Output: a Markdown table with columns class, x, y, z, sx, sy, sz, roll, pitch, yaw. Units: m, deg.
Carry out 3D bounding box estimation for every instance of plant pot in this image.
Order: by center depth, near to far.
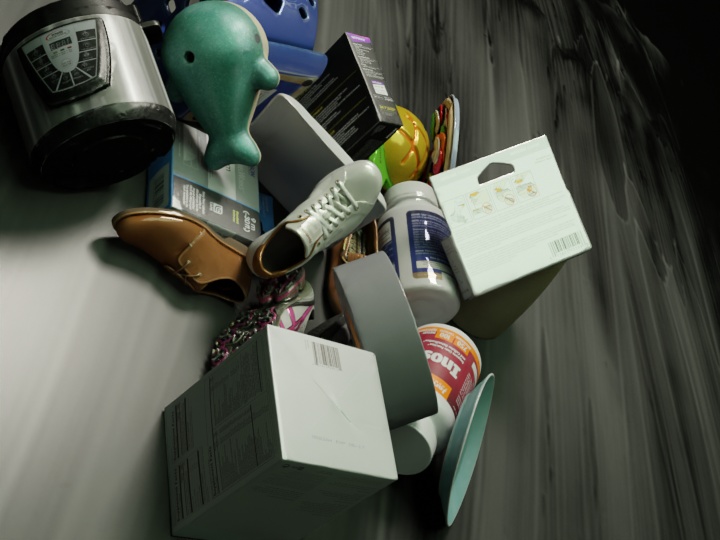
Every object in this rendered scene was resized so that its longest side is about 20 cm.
| class | x | y | z | sx | sy | sz | roll | pitch | yaw |
| --- | --- | --- | --- | --- | --- | --- | --- | --- | --- |
| plant pot | -0.171 | -0.306 | 1.538 | 0.199 | 0.199 | 0.182 | 1 | 65 | -48 |
| plant pot | 0.228 | -0.027 | 1.736 | 0.186 | 0.200 | 0.189 | 29 | 42 | -29 |

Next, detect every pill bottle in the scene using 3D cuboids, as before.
| class | x | y | z | sx | sy | sz | roll | pitch | yaw |
| --- | --- | --- | --- | --- | --- | --- | --- | --- | --- |
| pill bottle | 0.081 | 0.167 | 1.487 | 0.113 | 0.113 | 0.200 | 45 | 36 | -10 |
| pill bottle | 0.079 | -0.025 | 1.645 | 0.110 | 0.111 | 0.202 | 24 | 45 | -33 |

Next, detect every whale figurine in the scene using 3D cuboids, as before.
| class | x | y | z | sx | sy | sz | roll | pitch | yaw |
| --- | --- | --- | --- | --- | --- | --- | --- | --- | --- |
| whale figurine | -0.175 | -0.220 | 1.376 | 0.104 | 0.157 | 0.203 | -27 | 113 | -65 |

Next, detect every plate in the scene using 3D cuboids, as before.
| class | x | y | z | sx | sy | sz | roll | pitch | yaw |
| --- | --- | --- | --- | --- | --- | --- | --- | --- | --- |
| plate | 0.131 | 0.225 | 1.464 | 0.025 | 0.202 | 0.201 | 15 | 35 | 14 |
| plate | -0.066 | -0.131 | 1.505 | 0.200 | 0.200 | 0.032 | 47 | 62 | -8 |

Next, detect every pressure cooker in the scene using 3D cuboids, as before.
| class | x | y | z | sx | sy | sz | roll | pitch | yaw |
| --- | --- | --- | --- | --- | --- | --- | --- | --- | --- |
| pressure cooker | -0.318 | -0.214 | 1.312 | 0.175 | 0.178 | 0.202 | -2 | 66 | -49 |

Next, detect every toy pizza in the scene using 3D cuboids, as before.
| class | x | y | z | sx | sy | sz | roll | pitch | yaw |
| --- | --- | --- | --- | --- | --- | --- | --- | --- | --- |
| toy pizza | 0.119 | -0.170 | 1.766 | 0.031 | 0.201 | 0.202 | 7 | 48 | -4 |

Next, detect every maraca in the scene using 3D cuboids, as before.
| class | x | y | z | sx | sy | sz | roll | pitch | yaw |
| --- | --- | --- | --- | --- | --- | --- | --- | --- | --- |
| maraca | 0.044 | -0.182 | 1.720 | 0.200 | 0.106 | 0.139 | -15 | 99 | -71 |

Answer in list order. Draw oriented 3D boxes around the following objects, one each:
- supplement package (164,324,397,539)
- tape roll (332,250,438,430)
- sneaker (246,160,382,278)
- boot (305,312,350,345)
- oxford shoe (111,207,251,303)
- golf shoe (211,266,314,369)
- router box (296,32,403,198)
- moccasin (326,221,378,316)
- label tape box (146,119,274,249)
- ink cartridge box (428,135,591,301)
| class | x | y | z | sx | sy | sz | roll | pitch | yaw |
| --- | --- | --- | --- | --- | --- | --- | --- | --- | --- |
| supplement package | -0.090 | 0.182 | 1.213 | 0.151 | 0.200 | 0.152 | 18 | 48 | -37 |
| tape roll | 0.028 | 0.082 | 1.346 | 0.200 | 0.065 | 0.202 | 161 | -90 | -85 |
| sneaker | -0.047 | -0.055 | 1.378 | 0.073 | 0.200 | 0.085 | 50 | -5 | -13 |
| boot | -0.033 | 0.147 | 1.434 | 0.132 | 0.069 | 0.200 | 54 | 41 | -11 |
| oxford shoe | -0.206 | -0.017 | 1.363 | 0.199 | 0.071 | 0.072 | 25 | 48 | -35 |
| golf shoe | -0.107 | 0.080 | 1.387 | 0.200 | 0.072 | 0.093 | -54 | 131 | -43 |
| router box | -0.042 | -0.206 | 1.586 | 0.051 | 0.200 | 0.150 | 5 | 57 | -44 |
| moccasin | 0.001 | 0.001 | 1.566 | 0.073 | 0.078 | 0.203 | 31 | 41 | -26 |
| label tape box | -0.173 | -0.088 | 1.461 | 0.199 | 0.066 | 0.145 | 22 | 46 | -33 |
| ink cartridge box | 0.203 | -0.074 | 1.601 | 0.198 | 0.044 | 0.175 | -21 | 85 | -19 |
